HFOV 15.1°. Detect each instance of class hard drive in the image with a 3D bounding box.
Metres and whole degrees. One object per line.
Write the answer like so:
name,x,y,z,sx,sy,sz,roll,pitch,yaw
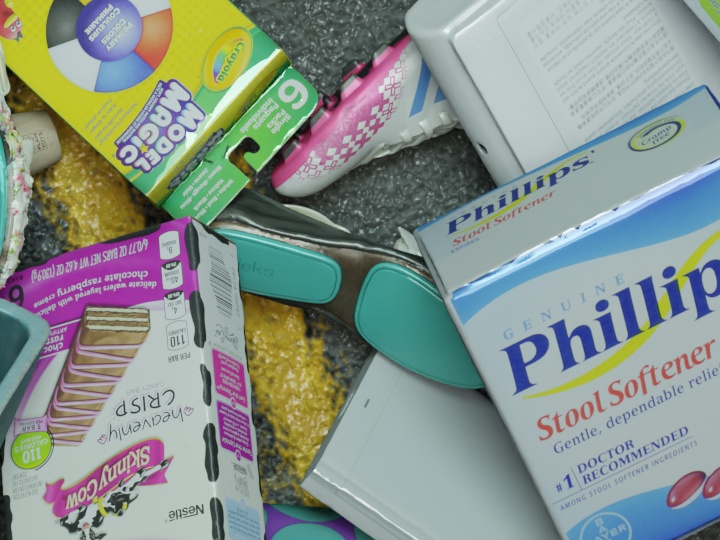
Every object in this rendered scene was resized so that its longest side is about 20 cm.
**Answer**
hard drive,0.072,0.135,1.557,0.199,0.132,0.026,35,132,-5

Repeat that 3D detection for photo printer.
photo printer,0.134,-0.110,1.543,0.166,0.069,0.201,-40,122,-11

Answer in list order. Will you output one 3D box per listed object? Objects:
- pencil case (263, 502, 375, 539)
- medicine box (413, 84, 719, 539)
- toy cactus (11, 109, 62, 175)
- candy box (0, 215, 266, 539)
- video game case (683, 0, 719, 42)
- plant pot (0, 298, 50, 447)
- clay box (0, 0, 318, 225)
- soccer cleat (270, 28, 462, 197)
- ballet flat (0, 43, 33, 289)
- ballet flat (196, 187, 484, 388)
pencil case,-0.045,0.180,1.560,0.198,0.085,0.093,4,75,-5
medicine box,0.155,0.034,1.478,0.181,0.103,0.201,-27,116,3
toy cactus,-0.252,-0.056,1.540,0.164,0.102,0.201,-20,85,-14
candy box,-0.130,0.086,1.497,0.136,0.061,0.201,-16,68,22
video game case,0.200,-0.231,1.507,0.045,0.201,0.181,-25,120,37
plant pot,-0.304,0.118,1.435,0.195,0.196,0.201,22,125,2
clay box,-0.130,-0.127,1.539,0.200,0.048,0.115,42,88,12
soccer cleat,0.037,-0.102,1.568,0.086,0.070,0.200,44,89,-11
ballet flat,-0.212,-0.086,1.495,0.075,0.064,0.202,-15,87,33
ballet flat,0.000,0.000,1.564,0.199,0.069,0.068,25,126,-1
